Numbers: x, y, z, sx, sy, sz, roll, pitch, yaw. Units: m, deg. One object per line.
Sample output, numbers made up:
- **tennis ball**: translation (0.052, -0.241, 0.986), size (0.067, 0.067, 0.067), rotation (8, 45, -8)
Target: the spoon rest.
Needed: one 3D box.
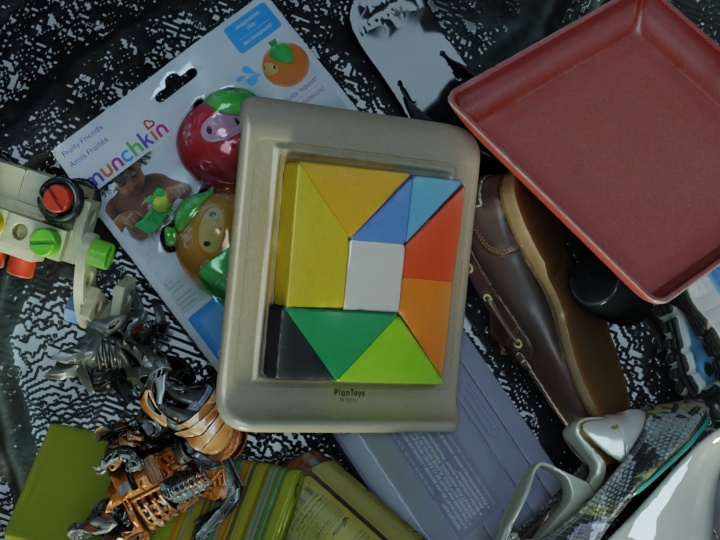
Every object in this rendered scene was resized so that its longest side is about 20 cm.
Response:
- **spoon rest**: translation (0.219, 0.158, 1.085), size (0.099, 0.200, 0.061), rotation (9, 46, -44)

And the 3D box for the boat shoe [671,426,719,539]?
- **boat shoe**: translation (0.284, 0.194, 1.132), size (0.072, 0.063, 0.201), rotation (-31, 88, -5)

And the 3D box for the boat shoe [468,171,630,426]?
- **boat shoe**: translation (0.119, 0.028, 1.130), size (0.070, 0.070, 0.201), rotation (-19, 99, 30)

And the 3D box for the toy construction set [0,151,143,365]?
- **toy construction set**: translation (-0.232, -0.008, 1.077), size (0.199, 0.092, 0.132), rotation (17, 95, -5)

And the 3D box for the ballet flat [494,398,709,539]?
- **ballet flat**: translation (0.146, 0.136, 1.067), size (0.072, 0.072, 0.200), rotation (46, 70, -1)

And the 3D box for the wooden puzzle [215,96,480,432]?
- **wooden puzzle**: translation (0.000, 0.000, 1.032), size (0.184, 0.037, 0.202), rotation (4, 88, -37)

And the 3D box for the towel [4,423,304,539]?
- **towel**: translation (-0.132, 0.151, 1.058), size (0.199, 0.018, 0.087), rotation (7, 62, 28)

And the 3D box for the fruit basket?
- **fruit basket**: translation (-0.076, -0.059, 1.103), size (0.185, 0.094, 0.200), rotation (-37, 86, -7)

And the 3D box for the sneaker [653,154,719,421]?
- **sneaker**: translation (0.242, 0.001, 1.150), size (0.089, 0.078, 0.201), rotation (-10, 80, -33)

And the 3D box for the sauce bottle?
- **sauce bottle**: translation (0.022, 0.193, 1.026), size (0.200, 0.066, 0.066), rotation (40, 82, 27)

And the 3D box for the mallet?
- **mallet**: translation (0.170, -0.057, 1.145), size (0.041, 0.066, 0.201), rotation (-14, 60, 28)

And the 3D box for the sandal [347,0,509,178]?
- **sandal**: translation (0.062, -0.115, 1.145), size (0.076, 0.043, 0.200), rotation (-42, 90, -7)

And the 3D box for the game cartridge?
- **game cartridge**: translation (0.050, 0.113, 1.101), size (0.129, 0.038, 0.201), rotation (-33, 89, -35)

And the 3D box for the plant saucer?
- **plant saucer**: translation (0.187, -0.081, 1.093), size (0.199, 0.037, 0.200), rotation (-31, 66, -30)

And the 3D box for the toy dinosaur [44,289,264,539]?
- **toy dinosaur**: translation (-0.113, 0.089, 1.036), size (0.136, 0.102, 0.200), rotation (40, 66, 14)
